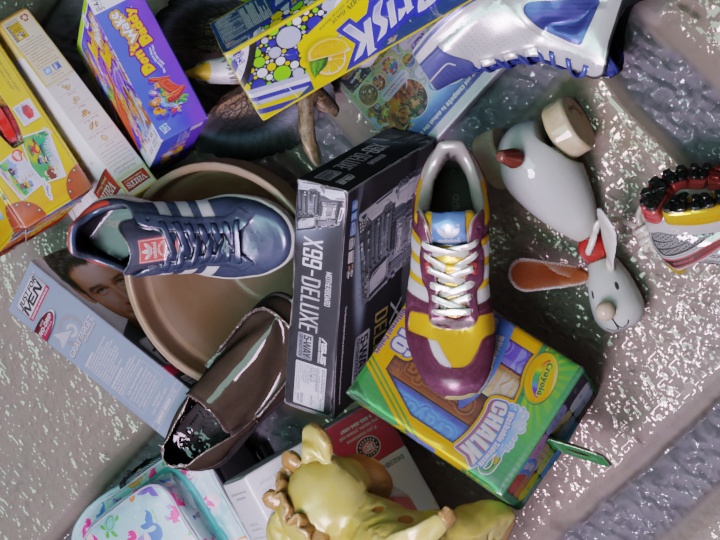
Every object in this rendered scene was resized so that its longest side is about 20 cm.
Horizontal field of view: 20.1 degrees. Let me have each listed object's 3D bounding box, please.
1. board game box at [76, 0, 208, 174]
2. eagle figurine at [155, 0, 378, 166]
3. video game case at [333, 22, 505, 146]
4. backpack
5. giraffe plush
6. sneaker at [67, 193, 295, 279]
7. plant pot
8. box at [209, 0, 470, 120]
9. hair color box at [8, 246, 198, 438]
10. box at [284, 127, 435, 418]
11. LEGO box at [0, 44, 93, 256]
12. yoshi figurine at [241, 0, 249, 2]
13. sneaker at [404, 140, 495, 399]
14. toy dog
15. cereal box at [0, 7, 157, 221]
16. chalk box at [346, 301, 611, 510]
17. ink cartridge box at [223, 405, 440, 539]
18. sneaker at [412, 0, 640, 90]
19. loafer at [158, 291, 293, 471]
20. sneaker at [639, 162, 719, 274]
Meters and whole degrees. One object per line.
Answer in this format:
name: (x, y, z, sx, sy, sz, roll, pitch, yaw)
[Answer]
board game box: (-0.189, -0.162, 1.739, 0.045, 0.200, 0.135, -28, 89, -12)
eagle figurine: (-0.087, -0.174, 1.714, 0.150, 0.200, 0.153, 23, 84, -21)
video game case: (0.023, -0.207, 1.706, 0.200, 0.018, 0.143, 48, 119, 9)
backpack: (-0.168, 0.259, 1.861, 0.200, 0.150, 0.178, -31, 89, 35)
giraffe plush: (0.002, 0.213, 1.643, 0.162, 0.200, 0.173, 38, 95, 28)
sneaker: (-0.153, -0.023, 1.696, 0.199, 0.084, 0.075, 1, 103, 21)
plant pot: (-0.100, -0.005, 1.780, 0.200, 0.093, 0.202, 8, 109, 25)
box: (-0.011, -0.203, 1.572, 0.199, 0.064, 0.070, -29, 125, 3)
hair color box: (-0.211, 0.060, 1.852, 0.200, 0.099, 0.061, 37, 117, 15)
box: (0.000, 0.000, 1.680, 0.050, 0.158, 0.201, 15, 115, 25)
LEGO box: (-0.338, -0.123, 1.816, 0.201, 0.077, 0.149, 57, 157, -2)
yoshi figurine: (-0.026, -0.285, 1.608, 0.200, 0.112, 0.113, -39, 55, 3)
sneaker: (0.067, -0.002, 1.584, 0.074, 0.090, 0.201, -5, 67, 4)
toy dog: (0.162, -0.044, 1.629, 0.200, 0.096, 0.132, 44, 119, 11)
cereal box: (-0.266, -0.121, 1.831, 0.200, 0.039, 0.144, 53, 154, 7)
chalk box: (0.111, 0.112, 1.658, 0.199, 0.125, 0.124, 34, 86, 18)
ink cartridge box: (-0.004, 0.234, 1.754, 0.201, 0.145, 0.083, 61, 159, 1)
sneaker: (0.145, -0.185, 1.600, 0.199, 0.081, 0.116, -34, 87, 18)
loafer: (-0.105, 0.105, 1.720, 0.073, 0.071, 0.200, 39, 119, 11)
sneaker: (0.319, -0.041, 1.564, 0.199, 0.078, 0.083, -3, 127, 19)
